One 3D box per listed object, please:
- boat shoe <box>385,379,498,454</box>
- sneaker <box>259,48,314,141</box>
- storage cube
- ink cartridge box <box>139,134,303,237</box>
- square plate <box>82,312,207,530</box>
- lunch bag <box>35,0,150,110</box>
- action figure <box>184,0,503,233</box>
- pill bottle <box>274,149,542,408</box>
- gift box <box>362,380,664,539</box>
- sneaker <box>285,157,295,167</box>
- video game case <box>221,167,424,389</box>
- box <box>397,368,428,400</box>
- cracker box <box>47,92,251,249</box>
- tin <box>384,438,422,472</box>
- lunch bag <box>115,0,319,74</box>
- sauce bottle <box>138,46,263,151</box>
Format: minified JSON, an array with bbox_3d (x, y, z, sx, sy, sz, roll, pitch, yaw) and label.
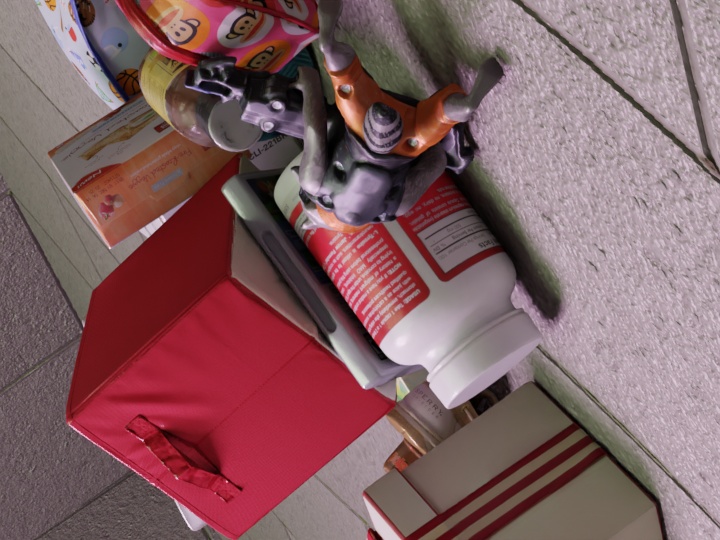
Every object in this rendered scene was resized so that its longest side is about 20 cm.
[{"bbox_3d":[0.088,0.128,1.649,0.074,0.069,0.200,43,-176,22],"label":"boat shoe"},{"bbox_3d":[-0.089,-0.186,1.550,0.200,0.076,0.081,78,165,-44],"label":"sneaker"},{"bbox_3d":[-0.092,0.058,1.504,0.171,0.180,0.200,39,-155,-22],"label":"storage cube"},{"bbox_3d":[-0.146,-0.095,1.784,0.084,0.144,0.200,61,167,-25],"label":"ink cartridge box"},{"bbox_3d":[-0.109,0.081,1.662,0.028,0.198,0.200,-13,106,52],"label":"square plate"},{"bbox_3d":[-0.219,-0.240,1.760,0.200,0.124,0.170,55,170,-31],"label":"lunch bag"},{"bbox_3d":[-0.017,-0.089,1.278,0.194,0.199,0.105,110,170,-57],"label":"action figure"},{"bbox_3d":[0.037,-0.008,1.411,0.200,0.112,0.112,54,167,11],"label":"pill bottle"},{"bbox_3d":[0.122,0.236,1.525,0.185,0.187,0.200,44,161,44],"label":"gift box"},{"bbox_3d":[0.000,0.000,1.652,0.200,0.075,0.116,53,169,10],"label":"sneaker"},{"bbox_3d":[-0.001,-0.003,1.504,0.182,0.022,0.200,54,-155,11],"label":"video game case"},{"bbox_3d":[-0.003,0.039,1.830,0.200,0.036,0.144,56,167,-2],"label":"box"},{"bbox_3d":[-0.175,-0.094,1.625,0.058,0.134,0.200,59,173,-19],"label":"cracker box"},{"bbox_3d":[0.099,0.213,1.701,0.200,0.042,0.112,40,178,-30],"label":"tin"},{"bbox_3d":[-0.109,-0.226,1.367,0.176,0.082,0.200,10,-134,-53],"label":"lunch bag"},{"bbox_3d":[-0.110,-0.124,1.427,0.065,0.065,0.200,62,171,-23],"label":"sauce bottle"}]
